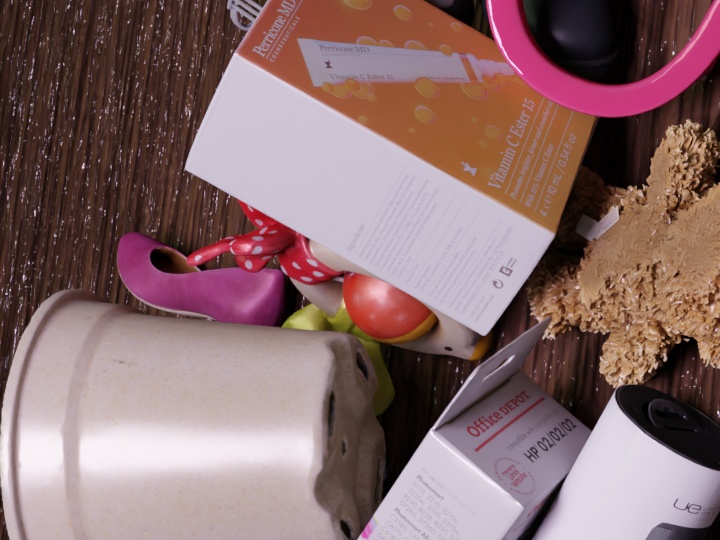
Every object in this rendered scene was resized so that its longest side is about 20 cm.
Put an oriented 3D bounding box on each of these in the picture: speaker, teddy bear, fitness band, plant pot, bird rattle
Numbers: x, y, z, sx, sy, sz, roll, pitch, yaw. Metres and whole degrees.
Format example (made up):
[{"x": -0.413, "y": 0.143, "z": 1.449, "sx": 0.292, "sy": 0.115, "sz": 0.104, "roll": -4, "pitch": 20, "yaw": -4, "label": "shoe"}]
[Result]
[{"x": 0.127, "y": 0.163, "z": 0.927, "sx": 0.081, "sy": 0.081, "sz": 0.202, "roll": 48, "pitch": 118, "yaw": 47, "label": "speaker"}, {"x": 0.163, "y": -0.004, "z": 0.947, "sx": 0.199, "sy": 0.066, "sz": 0.147, "roll": -22, "pitch": 52, "yaw": 55, "label": "teddy bear"}, {"x": 0.152, "y": -0.183, "z": 0.945, "sx": 0.143, "sy": 0.037, "sz": 0.202, "roll": 28, "pitch": 101, "yaw": 8, "label": "fitness band"}, {"x": -0.087, "y": 0.108, "z": 1.023, "sx": 0.181, "sy": 0.200, "sz": 0.203, "roll": -3, "pitch": 76, "yaw": 17, "label": "plant pot"}, {"x": 0.000, "y": 0.000, "z": 1.066, "sx": 0.161, "sy": 0.201, "sz": 0.113, "roll": 9, "pitch": 56, "yaw": 29, "label": "bird rattle"}]

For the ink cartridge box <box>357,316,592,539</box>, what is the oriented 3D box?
[{"x": 0.060, "y": 0.132, "z": 0.959, "sx": 0.068, "sy": 0.115, "sz": 0.201, "roll": 39, "pitch": 119, "yaw": 14, "label": "ink cartridge box"}]

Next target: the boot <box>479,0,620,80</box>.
[{"x": 0.117, "y": -0.235, "z": 1.007, "sx": 0.169, "sy": 0.075, "sz": 0.201, "roll": 105, "pitch": 157, "yaw": -45, "label": "boot"}]

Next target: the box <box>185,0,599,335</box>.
[{"x": 0.021, "y": -0.077, "z": 0.980, "sx": 0.098, "sy": 0.198, "sz": 0.125, "roll": -58, "pitch": 4, "yaw": 46, "label": "box"}]

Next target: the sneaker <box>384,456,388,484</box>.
[{"x": -0.078, "y": 0.117, "z": 1.187, "sx": 0.199, "sy": 0.115, "sz": 0.077, "roll": 12, "pitch": 91, "yaw": 54, "label": "sneaker"}]

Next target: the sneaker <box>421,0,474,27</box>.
[{"x": 0.041, "y": -0.116, "z": 1.094, "sx": 0.200, "sy": 0.075, "sz": 0.089, "roll": 124, "pitch": 129, "yaw": -75, "label": "sneaker"}]

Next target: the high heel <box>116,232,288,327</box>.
[{"x": -0.122, "y": -0.003, "z": 1.317, "sx": 0.200, "sy": 0.067, "sz": 0.097, "roll": 46, "pitch": 120, "yaw": 46, "label": "high heel"}]

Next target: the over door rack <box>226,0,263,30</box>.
[{"x": -0.040, "y": -0.255, "z": 1.259, "sx": 0.148, "sy": 0.066, "sz": 0.202, "roll": 39, "pitch": 133, "yaw": 51, "label": "over door rack"}]
